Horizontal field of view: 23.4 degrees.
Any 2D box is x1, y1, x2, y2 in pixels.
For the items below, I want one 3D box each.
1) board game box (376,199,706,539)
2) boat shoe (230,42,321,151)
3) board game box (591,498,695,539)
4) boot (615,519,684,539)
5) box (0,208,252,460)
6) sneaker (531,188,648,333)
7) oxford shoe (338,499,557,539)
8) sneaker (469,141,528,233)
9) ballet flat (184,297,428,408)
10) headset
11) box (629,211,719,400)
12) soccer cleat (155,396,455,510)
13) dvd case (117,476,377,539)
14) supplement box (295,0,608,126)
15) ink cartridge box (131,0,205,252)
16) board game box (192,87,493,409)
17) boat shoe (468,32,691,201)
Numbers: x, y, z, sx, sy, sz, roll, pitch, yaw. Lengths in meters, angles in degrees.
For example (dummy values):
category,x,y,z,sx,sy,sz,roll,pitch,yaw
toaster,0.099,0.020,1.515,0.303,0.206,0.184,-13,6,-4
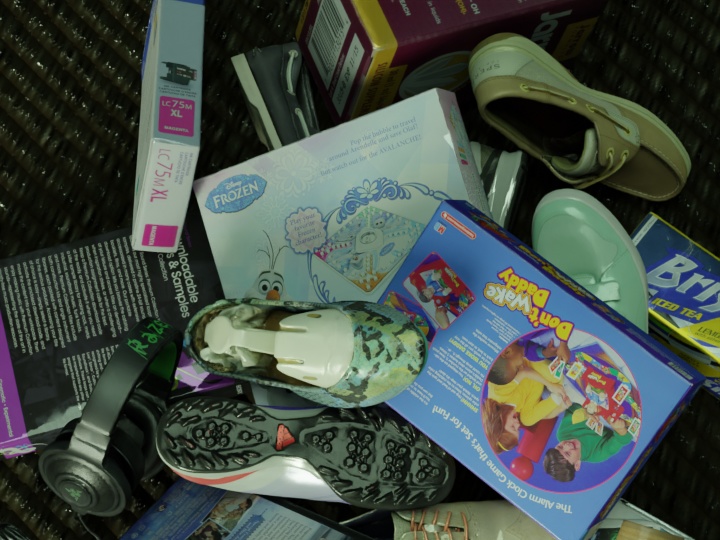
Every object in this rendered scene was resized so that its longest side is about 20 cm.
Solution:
category,x,y,z,sx,sy,sz,roll,pitch,yaw
board game box,0.101,0.065,1.129,0.200,0.045,0.135,38,105,17
boat shoe,-0.036,-0.092,1.314,0.063,0.073,0.200,-23,64,-6
board game box,0.131,0.243,1.190,0.126,0.035,0.200,29,70,13
boot,0.226,0.256,1.156,0.201,0.071,0.144,19,85,-26
box,-0.189,0.046,1.276,0.200,0.036,0.143,-15,68,-4
sneaker,0.155,0.046,1.190,0.074,0.118,0.201,-15,94,25
oxford shoe,0.053,0.188,1.165,0.200,0.074,0.071,-16,53,11
sneaker,0.044,-0.006,1.275,0.115,0.076,0.201,15,73,10
ballet flat,-0.045,0.051,1.138,0.200,0.074,0.074,-2,57,48
headset,-0.184,0.119,1.184,0.094,0.124,0.200,24,109,7
box,0.266,0.048,1.256,0.200,0.064,0.070,37,72,14
soccer cleat,-0.035,0.125,1.171,0.200,0.073,0.068,6,73,3
dvd case,-0.091,0.206,1.149,0.200,0.018,0.143,16,51,44
supplement box,0.067,-0.194,1.307,0.200,0.131,0.103,-17,69,-19
ink cartridge box,-0.141,-0.127,1.286,0.042,0.119,0.200,5,51,-12
board game box,0.000,0.000,1.218,0.200,0.043,0.199,-19,84,22
boat shoe,0.159,-0.096,1.277,0.200,0.074,0.066,27,46,-21
